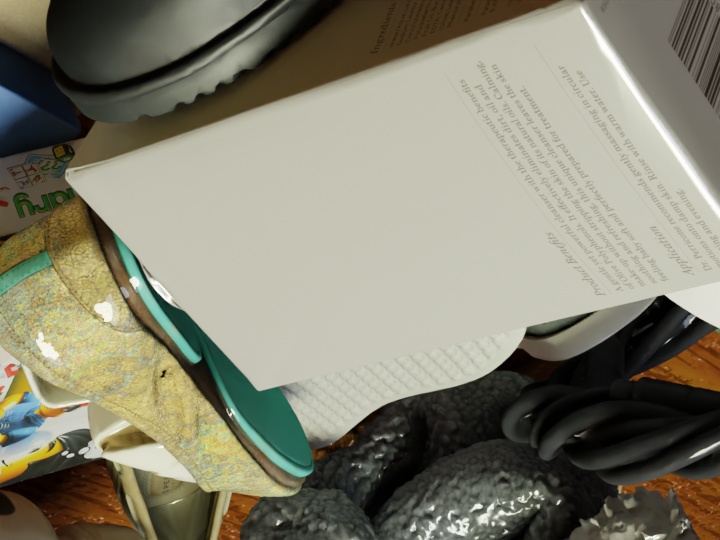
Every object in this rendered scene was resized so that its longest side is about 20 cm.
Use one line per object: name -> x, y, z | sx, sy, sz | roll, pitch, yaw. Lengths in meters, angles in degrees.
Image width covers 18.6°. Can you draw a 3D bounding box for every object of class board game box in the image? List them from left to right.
board game box -> -0.129, 0.023, 0.824 | 0.126, 0.035, 0.200 | -16, 153, -20

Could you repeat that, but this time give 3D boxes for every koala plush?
koala plush -> 0.086, 0.140, 0.921 | 0.184, 0.199, 0.178 | -42, 124, -25

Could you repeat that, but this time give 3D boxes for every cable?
cable -> 0.142, 0.030, 0.840 | 0.163, 0.051, 0.200 | -25, -166, -19

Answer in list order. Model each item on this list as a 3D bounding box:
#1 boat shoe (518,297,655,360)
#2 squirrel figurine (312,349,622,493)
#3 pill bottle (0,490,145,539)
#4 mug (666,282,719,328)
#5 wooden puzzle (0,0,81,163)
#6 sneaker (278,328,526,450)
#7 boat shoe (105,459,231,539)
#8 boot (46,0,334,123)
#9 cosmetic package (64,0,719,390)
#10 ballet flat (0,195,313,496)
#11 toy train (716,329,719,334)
boat shoe -> 0.058, -0.003, 0.931 | 0.073, 0.062, 0.200 | -38, -169, -15
squirrel figurine -> 0.047, 0.111, 1.088 | 0.187, 0.142, 0.200 | -42, 148, 22
pill bottle -> -0.197, 0.157, 0.988 | 0.199, 0.120, 0.120 | 7, 141, -31
mug -> 0.141, -0.086, 0.710 | 0.199, 0.148, 0.176 | 7, 141, -15
wooden puzzle -> -0.120, -0.094, 0.710 | 0.200, 0.046, 0.185 | -33, 150, 19
sneaker -> 0.000, 0.000, 0.880 | 0.075, 0.105, 0.200 | 16, 155, -24
boat shoe -> -0.083, 0.073, 1.001 | 0.073, 0.063, 0.201 | -12, 150, -17
boot -> -0.048, -0.147, 0.603 | 0.199, 0.077, 0.168 | -29, 130, 20
cosmetic package -> 0.022, -0.041, 0.663 | 0.199, 0.085, 0.108 | -13, 129, 39
ballet flat -> -0.078, 0.038, 0.783 | 0.070, 0.071, 0.200 | -25, 150, 6
toy train -> 0.183, -0.029, 0.994 | 0.114, 0.087, 0.200 | -27, 152, 22
